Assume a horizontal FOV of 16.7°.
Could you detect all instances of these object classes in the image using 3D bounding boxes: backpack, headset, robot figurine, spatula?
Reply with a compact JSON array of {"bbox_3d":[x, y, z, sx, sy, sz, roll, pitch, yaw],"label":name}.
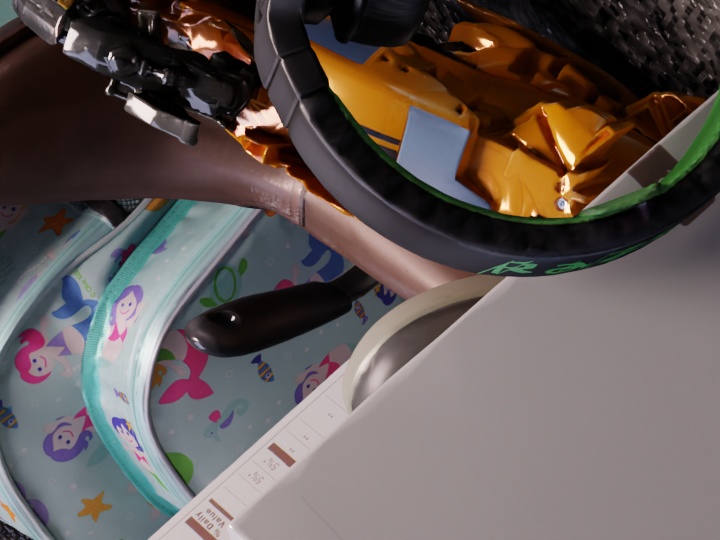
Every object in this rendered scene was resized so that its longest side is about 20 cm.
[{"bbox_3d":[-0.076,0.029,0.997,0.150,0.200,0.178,31,157,49],"label":"backpack"},{"bbox_3d":[0.025,-0.099,0.558,0.094,0.123,0.200,125,124,-74],"label":"headset"},{"bbox_3d":[0.001,-0.058,0.700,0.200,0.058,0.145,29,-161,25],"label":"robot figurine"},{"bbox_3d":[0.000,0.000,0.818,0.056,0.200,0.021,26,117,21],"label":"spatula"}]

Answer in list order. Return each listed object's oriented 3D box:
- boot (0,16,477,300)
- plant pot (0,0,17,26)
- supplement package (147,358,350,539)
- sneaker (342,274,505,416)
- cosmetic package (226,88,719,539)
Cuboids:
[{"bbox_3d":[-0.015,-0.018,0.759,0.200,0.186,0.064,37,131,32],"label":"boot"},{"bbox_3d":[-0.189,-0.125,0.994,0.141,0.141,0.200,52,173,-14],"label":"plant pot"},{"bbox_3d":[0.029,0.107,0.889,0.117,0.200,0.117,37,162,37],"label":"supplement package"},{"bbox_3d":[0.095,0.067,0.662,0.200,0.075,0.106,16,-150,-20],"label":"sneaker"},{"bbox_3d":[0.078,0.045,0.593,0.113,0.200,0.081,43,165,18],"label":"cosmetic package"}]
